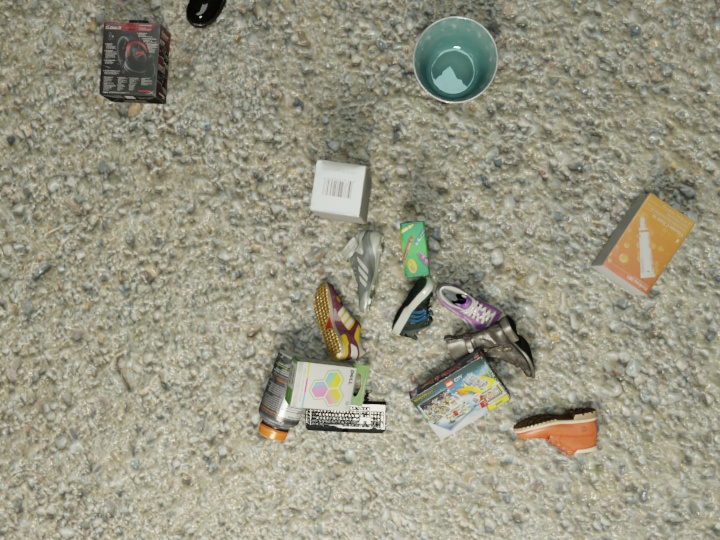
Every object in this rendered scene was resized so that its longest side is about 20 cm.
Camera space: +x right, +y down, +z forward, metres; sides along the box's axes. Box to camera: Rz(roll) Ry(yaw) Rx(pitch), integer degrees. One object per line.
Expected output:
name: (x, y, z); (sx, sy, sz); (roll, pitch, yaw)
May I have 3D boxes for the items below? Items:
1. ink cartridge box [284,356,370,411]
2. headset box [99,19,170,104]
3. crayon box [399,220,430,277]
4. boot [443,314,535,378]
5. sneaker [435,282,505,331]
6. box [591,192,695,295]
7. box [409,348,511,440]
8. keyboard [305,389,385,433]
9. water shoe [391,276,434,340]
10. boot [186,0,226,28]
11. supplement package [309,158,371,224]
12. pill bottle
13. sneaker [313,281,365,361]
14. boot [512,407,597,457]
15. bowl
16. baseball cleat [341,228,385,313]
ink cartridge box: (-0.068, 0.266, 1.562); (0.198, 0.059, 0.105); (10, 92, -21)
headset box: (-0.559, -0.525, 1.678); (0.147, 0.075, 0.203); (3, 89, 4)
crayon box: (0.124, -0.044, 1.555); (0.057, 0.200, 0.120); (-6, 89, 4)
boot: (0.308, 0.201, 1.602); (0.173, 0.069, 0.201); (-26, 112, 20)
sneaker: (0.265, 0.095, 1.586); (0.199, 0.114, 0.073); (27, 89, 3)
box: (0.654, -0.059, 1.568); (0.124, 0.097, 0.201); (33, 91, 4)
box: (0.233, 0.293, 1.582); (0.199, 0.038, 0.137); (-34, 106, 12)
keyboard: (-0.037, 0.344, 1.638); (0.197, 0.040, 0.106); (1, 89, 3)
water shoe: (0.142, 0.088, 1.578); (0.078, 0.201, 0.072); (24, 49, -6)
boot: (-0.369, -0.704, 1.627); (0.079, 0.158, 0.212); (33, 91, 4)
supplement package: (-0.041, -0.179, 1.570); (0.115, 0.200, 0.119); (8, 89, 4)
pill bottle: (-0.180, 0.302, 1.616); (0.105, 0.106, 0.202); (21, 90, 4)
sneaker: (-0.049, 0.123, 1.635); (0.089, 0.075, 0.202); (1, 65, -37)
boot: (0.461, 0.391, 1.587); (0.197, 0.075, 0.109); (-7, 93, 3)
bowl: (0.222, -0.485, 1.606); (0.198, 0.105, 0.204); (0, 88, 4)
baseball cleat: (0.000, 0.000, 1.637); (0.105, 0.070, 0.202); (10, 80, 11)
